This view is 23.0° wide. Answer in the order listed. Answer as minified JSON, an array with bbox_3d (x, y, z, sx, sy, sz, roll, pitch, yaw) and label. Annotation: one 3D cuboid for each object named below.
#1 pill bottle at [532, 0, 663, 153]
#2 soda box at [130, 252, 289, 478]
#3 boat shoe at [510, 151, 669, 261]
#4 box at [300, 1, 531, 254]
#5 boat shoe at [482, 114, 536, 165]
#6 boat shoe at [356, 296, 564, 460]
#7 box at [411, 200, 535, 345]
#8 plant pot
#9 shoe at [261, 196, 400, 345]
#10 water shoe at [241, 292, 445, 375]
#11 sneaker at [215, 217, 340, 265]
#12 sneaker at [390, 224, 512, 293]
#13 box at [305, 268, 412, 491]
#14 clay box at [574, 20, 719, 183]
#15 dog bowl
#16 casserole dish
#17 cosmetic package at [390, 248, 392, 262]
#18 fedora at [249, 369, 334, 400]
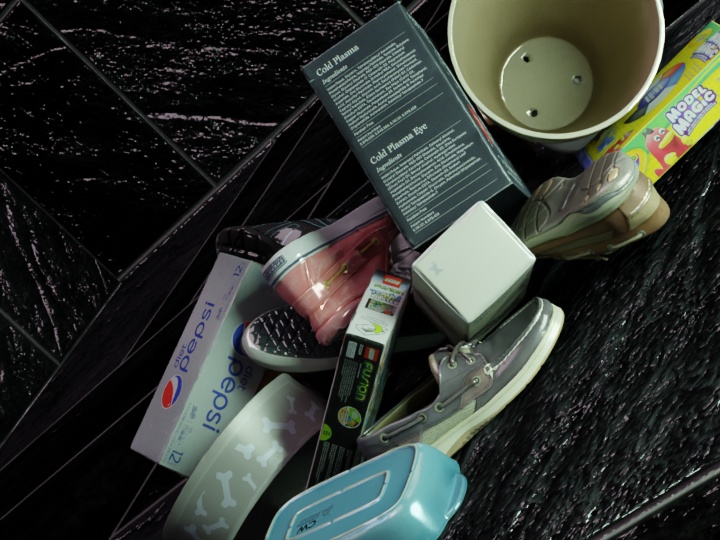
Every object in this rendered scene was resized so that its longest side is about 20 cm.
[{"bbox_3d":[0.238,-0.218,1.802,0.104,0.104,0.201,-32,19,52],"label":"pill bottle"},{"bbox_3d":[-0.131,0.089,1.612,0.068,0.063,0.202,13,78,58],"label":"soda box"},{"bbox_3d":[0.183,-0.036,1.462,0.076,0.072,0.200,-59,14,-19],"label":"boat shoe"},{"bbox_3d":[0.056,-0.113,1.538,0.104,0.183,0.200,-34,-9,8],"label":"box"},{"bbox_3d":[0.145,-0.155,1.869,0.071,0.066,0.200,-7,-12,9],"label":"boat shoe"},{"bbox_3d":[0.079,0.091,1.417,0.200,0.065,0.072,-46,12,9],"label":"boat shoe"},{"bbox_3d":[0.093,0.009,1.481,0.082,0.068,0.200,-43,-8,-3],"label":"box"},{"bbox_3d":[0.174,-0.193,1.609,0.187,0.187,0.200,-47,-8,-2],"label":"plant pot"},{"bbox_3d":[0.000,0.000,1.585,0.071,0.091,0.200,-44,-10,38],"label":"shoe"},{"bbox_3d":[-0.013,0.075,1.607,0.079,0.198,0.072,106,151,-45],"label":"water shoe"},{"bbox_3d":[-0.059,-0.014,1.764,0.199,0.076,0.079,7,25,39],"label":"sneaker"},{"bbox_3d":[0.090,0.007,1.680,0.198,0.060,0.105,-10,67,25],"label":"sneaker"},{"bbox_3d":[-0.005,0.111,1.491,0.110,0.034,0.201,-63,-11,-58],"label":"box"},{"bbox_3d":[0.278,-0.146,1.543,0.200,0.048,0.115,-46,10,9],"label":"clay box"},{"bbox_3d":[-0.091,0.185,1.582,0.200,0.058,0.200,-49,-14,-16],"label":"dog bowl"},{"bbox_3d":[-0.008,0.194,1.365,0.199,0.039,0.121,-29,21,28],"label":"casserole dish"},{"bbox_3d":[0.068,-0.036,1.776,0.200,0.102,0.071,-42,-18,19],"label":"cosmetic package"},{"bbox_3d":[-0.087,0.116,1.710,0.200,0.082,0.201,-38,-26,-22],"label":"fedora"}]
